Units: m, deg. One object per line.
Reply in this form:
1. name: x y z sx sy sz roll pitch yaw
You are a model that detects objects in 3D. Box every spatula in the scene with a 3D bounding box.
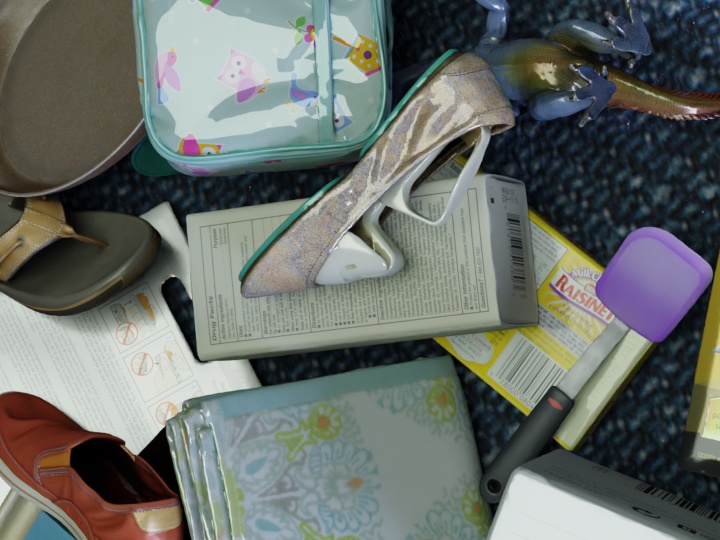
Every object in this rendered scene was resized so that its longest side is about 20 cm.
1. spatula: 0.133 0.061 1.546 0.056 0.021 0.200 40 102 12

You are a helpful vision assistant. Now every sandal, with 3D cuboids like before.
1. sandal: -0.218 -0.026 1.665 0.199 0.055 0.082 19 64 36

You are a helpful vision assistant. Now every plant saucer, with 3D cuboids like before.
1. plant saucer: -0.180 -0.134 1.664 0.200 0.032 0.201 -19 57 32

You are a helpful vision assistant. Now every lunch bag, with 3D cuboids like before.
1. lunch bag: -0.055 -0.161 1.544 0.160 0.077 0.201 -4 85 7

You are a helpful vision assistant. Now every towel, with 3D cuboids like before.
1. towel: -0.011 0.147 1.549 0.048 0.199 0.172 -22 79 61

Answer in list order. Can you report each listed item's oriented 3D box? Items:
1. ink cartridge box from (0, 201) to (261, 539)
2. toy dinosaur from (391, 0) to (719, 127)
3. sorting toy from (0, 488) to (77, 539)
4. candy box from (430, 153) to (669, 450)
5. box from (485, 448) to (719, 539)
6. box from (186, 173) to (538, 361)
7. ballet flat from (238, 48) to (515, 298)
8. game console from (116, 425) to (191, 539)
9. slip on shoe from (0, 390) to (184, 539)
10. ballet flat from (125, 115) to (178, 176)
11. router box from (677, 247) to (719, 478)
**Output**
1. ink cartridge box: -0.175 0.072 1.682 0.199 0.050 0.161 -29 76 1
2. toy dinosaur: 0.093 -0.106 1.571 0.181 0.200 0.105 -11 52 57
3. sorting toy: -0.189 0.240 1.586 0.200 0.036 0.186 34 94 36
4. candy box: 0.086 0.010 1.591 0.200 0.026 0.102 40 99 18
5. box: 0.166 0.199 1.443 0.198 0.200 0.131 21 93 11
6. box: 0.000 0.000 1.570 0.199 0.078 0.095 -6 86 22
7. ballet flat: 0.012 -0.039 1.491 0.067 0.068 0.200 46 105 11
8. game console: -0.103 0.223 1.630 0.200 0.116 0.176 -47 54 11
9. slip on shoe: -0.168 0.121 1.582 0.200 0.074 0.061 38 125 45
10. ballet flat: -0.069 -0.131 1.644 0.200 0.073 0.073 -30 76 22
11. router box: 0.297 0.059 1.496 0.199 0.052 0.158 11 90 21
